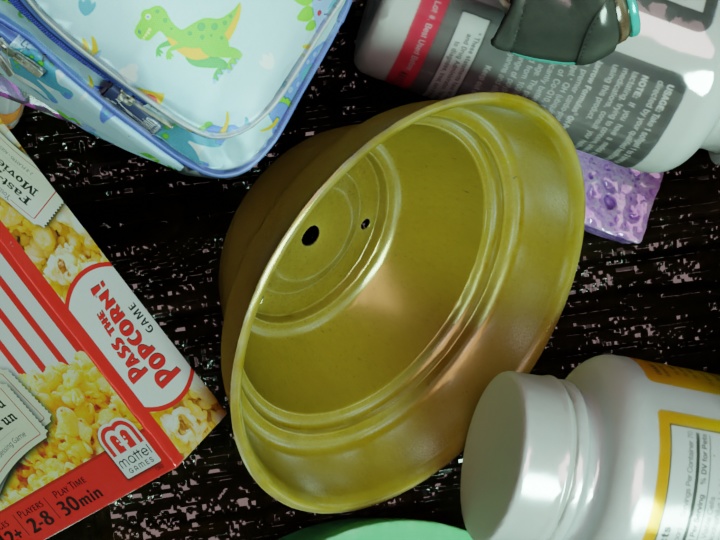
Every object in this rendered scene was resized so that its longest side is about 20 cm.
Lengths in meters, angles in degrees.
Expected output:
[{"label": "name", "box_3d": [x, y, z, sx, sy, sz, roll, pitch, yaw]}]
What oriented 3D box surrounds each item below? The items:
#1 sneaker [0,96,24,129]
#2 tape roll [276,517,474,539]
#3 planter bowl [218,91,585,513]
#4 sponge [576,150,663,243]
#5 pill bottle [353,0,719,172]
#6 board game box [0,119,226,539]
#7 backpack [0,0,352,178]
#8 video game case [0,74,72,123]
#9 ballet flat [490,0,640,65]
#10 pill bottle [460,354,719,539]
[{"label": "sneaker", "box_3d": [-0.193, -0.167, 0.776, 0.112, 0.078, 0.200, 9, 86, -9]}, {"label": "tape roll", "box_3d": [0.010, 0.211, 0.775, 0.200, 0.048, 0.201, 4, 81, -26]}, {"label": "planter bowl", "box_3d": [0.000, 0.000, 0.763, 0.083, 0.200, 0.200, 34, 80, 39]}, {"label": "sponge", "box_3d": [0.114, -0.123, 0.844, 0.111, 0.030, 0.200, 21, 85, -7]}, {"label": "pill bottle", "box_3d": [0.106, -0.108, 0.771, 0.200, 0.111, 0.111, 19, 85, -6]}, {"label": "board game box", "box_3d": [-0.173, 0.020, 0.733, 0.200, 0.151, 0.046, 53, 37, -7]}, {"label": "backpack", "box_3d": [-0.088, -0.151, 0.652, 0.200, 0.147, 0.183, 32, 87, -20]}, {"label": "video game case", "box_3d": [-0.108, -0.163, 0.741, 0.181, 0.036, 0.200, 21, 93, -22]}, {"label": "ballet flat", "box_3d": [0.061, -0.178, 0.684, 0.068, 0.068, 0.200, -9, 84, 4]}, {"label": "pill bottle", "box_3d": [0.151, 0.100, 0.788, 0.200, 0.109, 0.109, 12, 86, -15]}]
